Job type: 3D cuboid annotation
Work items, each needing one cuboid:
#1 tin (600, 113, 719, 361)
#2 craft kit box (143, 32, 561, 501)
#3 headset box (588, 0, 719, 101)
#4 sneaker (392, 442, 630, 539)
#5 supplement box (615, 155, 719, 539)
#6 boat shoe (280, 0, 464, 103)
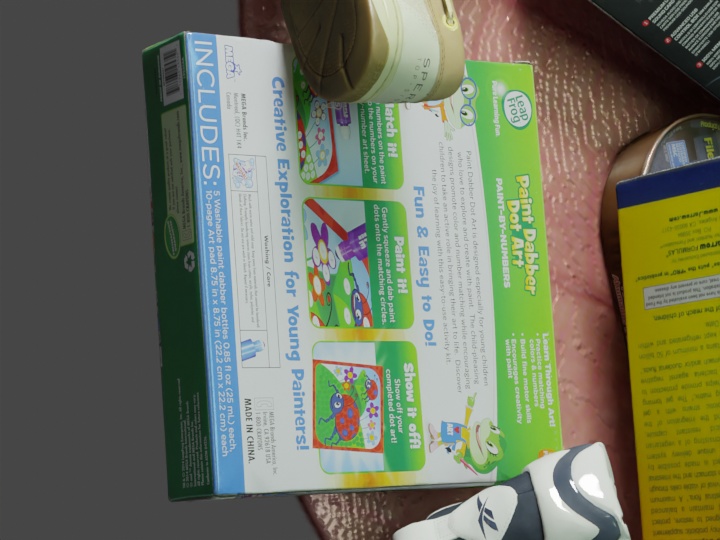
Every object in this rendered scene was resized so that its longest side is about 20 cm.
[{"bbox_3d":[0.183,0.020,1.165,0.112,0.042,0.201,-11,89,-33],"label":"tin"},{"bbox_3d":[0.000,0.000,1.020,0.197,0.048,0.201,2,81,-34],"label":"craft kit box"},{"bbox_3d":[0.188,-0.175,1.132,0.200,0.075,0.149,31,106,-29],"label":"headset box"},{"bbox_3d":[0.069,0.168,1.038,0.200,0.129,0.080,70,8,-50],"label":"sneaker"},{"bbox_3d":[0.204,0.049,1.085,0.108,0.109,0.201,1,82,-37],"label":"supplement box"},{"bbox_3d":[-0.004,-0.152,1.008,0.066,0.074,0.201,10,52,-34],"label":"boat shoe"}]
